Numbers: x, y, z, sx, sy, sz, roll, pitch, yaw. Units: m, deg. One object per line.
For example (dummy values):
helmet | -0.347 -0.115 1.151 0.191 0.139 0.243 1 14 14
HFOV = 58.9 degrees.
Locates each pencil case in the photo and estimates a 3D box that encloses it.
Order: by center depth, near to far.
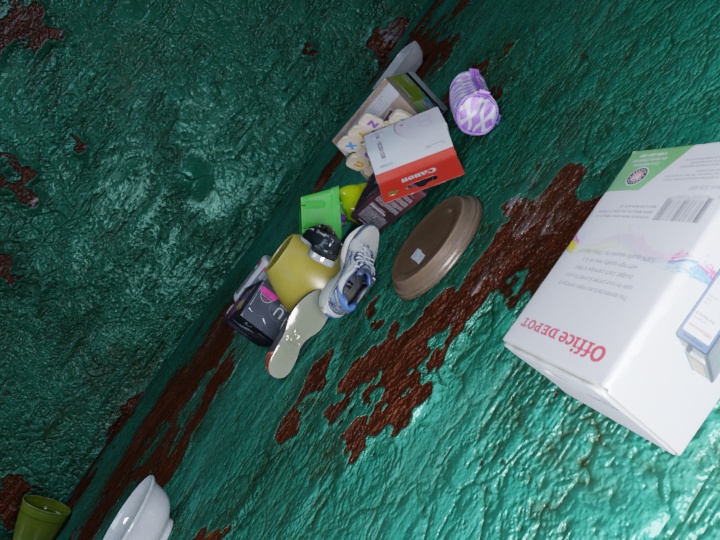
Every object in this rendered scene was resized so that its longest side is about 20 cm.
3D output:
pencil case | 0.214 -0.325 1.220 0.201 0.083 0.086 -87 3 -62

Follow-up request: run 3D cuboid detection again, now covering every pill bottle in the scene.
pill bottle | -0.288 0.066 1.801 0.201 0.110 0.111 -51 15 7

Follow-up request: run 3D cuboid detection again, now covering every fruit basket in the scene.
fruit basket | -0.047 -0.130 1.520 0.215 0.213 0.158 171 97 -69

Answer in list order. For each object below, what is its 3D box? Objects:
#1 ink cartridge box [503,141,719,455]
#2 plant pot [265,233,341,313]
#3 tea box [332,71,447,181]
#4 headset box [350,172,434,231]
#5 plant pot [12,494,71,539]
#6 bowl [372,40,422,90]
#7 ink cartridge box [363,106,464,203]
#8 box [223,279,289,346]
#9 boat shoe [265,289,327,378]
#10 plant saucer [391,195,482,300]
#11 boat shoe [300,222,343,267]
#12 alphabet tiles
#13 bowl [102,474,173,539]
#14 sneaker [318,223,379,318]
ink cartridge box | 0.218 0.011 0.475 0.201 0.087 0.145 -52 15 -4
plant pot | -0.122 0.003 1.392 0.200 0.141 0.201 -47 17 19
tea box | 0.072 -0.342 1.497 0.200 0.134 0.197 -44 0 31
headset box | 0.081 -0.184 1.325 0.200 0.077 0.150 -38 21 48
plant pot | -1.322 1.052 2.603 0.200 0.199 0.195 -10 57 68
bowl | 0.145 -0.721 2.310 0.201 0.074 0.200 -55 14 -5
ink cartridge box | 0.097 -0.223 1.205 0.161 0.057 0.201 -20 34 7
box | -0.239 0.107 1.546 0.107 0.122 0.200 -57 16 -19
boat shoe | -0.129 0.125 1.294 0.201 0.071 0.063 -59 13 -6
plant saucer | 0.114 -0.043 1.011 0.200 0.029 0.201 -48 17 20
boat shoe | -0.071 -0.060 1.257 0.061 0.075 0.200 -61 21 9
alphabet tiles | 0.058 -0.266 1.361 0.200 0.194 0.015 -37 44 45
bowl | -0.445 0.530 1.293 0.201 0.090 0.202 -47 17 19
sneaker | 0.000 0.000 1.200 0.085 0.077 0.202 -8 53 55
